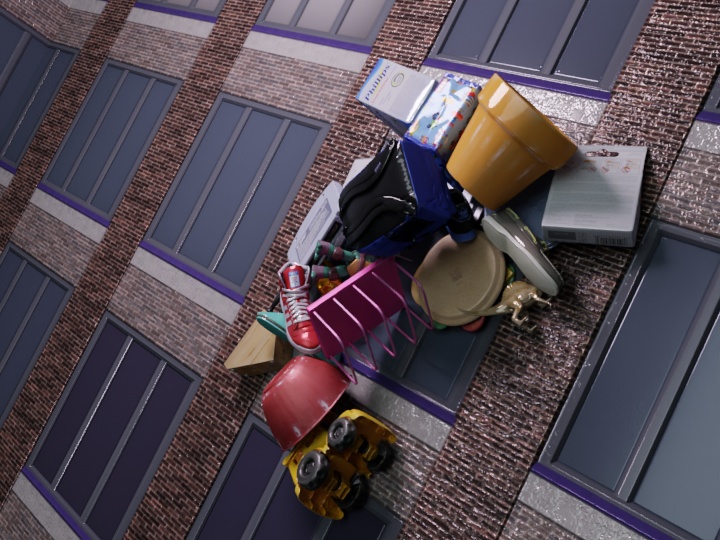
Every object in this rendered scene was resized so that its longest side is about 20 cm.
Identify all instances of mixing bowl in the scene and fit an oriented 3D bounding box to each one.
[{"bbox_3d":[-0.121,0.240,1.654,0.200,0.108,0.200,-46,5,5],"label":"mixing bowl"}]

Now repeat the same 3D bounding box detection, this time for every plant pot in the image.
[{"bbox_3d":[0.259,-0.218,1.541,0.184,0.199,0.201,-49,48,17],"label":"plant pot"}]

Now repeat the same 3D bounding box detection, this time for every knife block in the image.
[{"bbox_3d":[-0.201,0.130,1.872,0.197,0.064,0.179,-15,60,33],"label":"knife block"}]

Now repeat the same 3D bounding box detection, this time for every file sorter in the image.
[{"bbox_3d":[0.025,0.096,1.606,0.198,0.140,0.125,-33,43,-16],"label":"file sorter"}]

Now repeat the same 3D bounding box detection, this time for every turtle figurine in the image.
[{"bbox_3d":[0.000,0.000,1.734,0.101,0.196,0.153,-93,14,-74],"label":"turtle figurine"}]

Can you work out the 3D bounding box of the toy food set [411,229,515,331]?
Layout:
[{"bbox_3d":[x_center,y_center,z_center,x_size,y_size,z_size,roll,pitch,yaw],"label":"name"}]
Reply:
[{"bbox_3d":[0.193,0.019,1.630,0.200,0.048,0.199,-47,49,9],"label":"toy food set"}]

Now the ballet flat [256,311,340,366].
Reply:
[{"bbox_3d":[-0.122,0.131,1.768,0.198,0.068,0.071,35,70,6],"label":"ballet flat"}]

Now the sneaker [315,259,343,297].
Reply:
[{"bbox_3d":[-0.056,0.053,1.789,0.073,0.077,0.201,-44,51,9],"label":"sneaker"}]

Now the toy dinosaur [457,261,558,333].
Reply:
[{"bbox_3d":[0.283,0.064,1.531,0.197,0.059,0.102,-29,49,-1],"label":"toy dinosaur"}]

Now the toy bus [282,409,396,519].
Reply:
[{"bbox_3d":[-0.052,0.337,1.631,0.201,0.135,0.192,-53,32,2],"label":"toy bus"}]

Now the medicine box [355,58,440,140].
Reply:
[{"bbox_3d":[0.120,-0.324,1.746,0.104,0.181,0.199,-56,42,2],"label":"medicine box"}]

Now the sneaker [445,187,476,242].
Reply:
[{"bbox_3d":[0.171,-0.131,1.664,0.069,0.079,0.200,-19,30,-11],"label":"sneaker"}]

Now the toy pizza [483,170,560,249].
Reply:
[{"bbox_3d":[0.327,-0.121,1.598,0.197,0.032,0.204,-13,62,25],"label":"toy pizza"}]

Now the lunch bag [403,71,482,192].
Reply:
[{"bbox_3d":[0.197,-0.256,1.653,0.094,0.200,0.152,32,85,40],"label":"lunch bag"}]

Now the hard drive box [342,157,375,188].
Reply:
[{"bbox_3d":[0.028,-0.149,1.771,0.199,0.076,0.158,12,77,64],"label":"hard drive box"}]

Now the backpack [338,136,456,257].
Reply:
[{"bbox_3d":[0.066,-0.112,1.571,0.199,0.166,0.165,-33,56,36],"label":"backpack"}]

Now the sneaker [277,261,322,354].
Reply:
[{"bbox_3d":[-0.121,0.067,1.692,0.070,0.114,0.201,-11,41,-16],"label":"sneaker"}]

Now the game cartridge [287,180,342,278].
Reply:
[{"bbox_3d":[-0.088,-0.083,1.804,0.201,0.041,0.134,-56,24,21],"label":"game cartridge"}]

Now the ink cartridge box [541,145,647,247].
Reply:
[{"bbox_3d":[0.420,-0.137,1.518,0.157,0.048,0.202,5,54,25],"label":"ink cartridge box"}]

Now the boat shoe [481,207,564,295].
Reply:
[{"bbox_3d":[0.298,-0.039,1.514,0.060,0.073,0.202,-31,56,-13],"label":"boat shoe"}]
